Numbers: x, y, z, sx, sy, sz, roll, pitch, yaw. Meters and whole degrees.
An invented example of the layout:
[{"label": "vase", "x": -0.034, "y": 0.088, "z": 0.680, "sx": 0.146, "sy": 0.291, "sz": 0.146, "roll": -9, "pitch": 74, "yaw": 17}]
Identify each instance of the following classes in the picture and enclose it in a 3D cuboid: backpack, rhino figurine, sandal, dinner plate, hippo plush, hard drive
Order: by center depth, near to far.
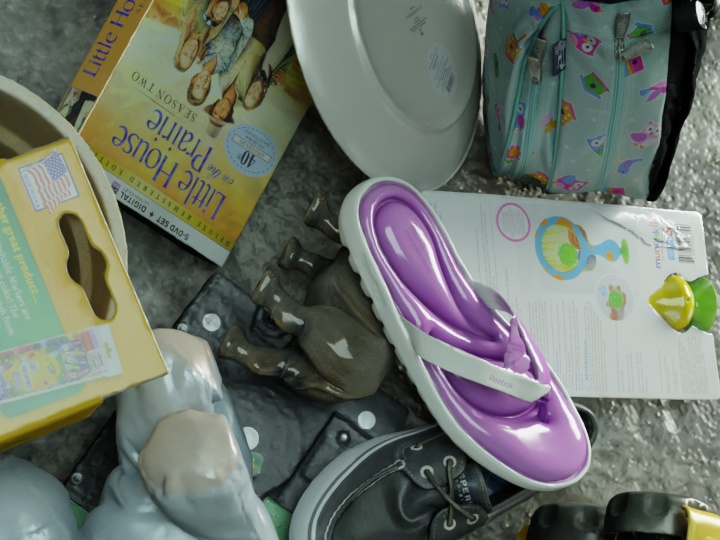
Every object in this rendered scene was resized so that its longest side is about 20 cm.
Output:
[{"label": "hippo plush", "x": -0.131, "y": 0.131, "z": 1.217, "sx": 0.161, "sy": 0.159, "sz": 0.200, "roll": -20, "pitch": 126, "yaw": -2}, {"label": "sandal", "x": 0.060, "y": 0.035, "z": 1.270, "sx": 0.203, "sy": 0.050, "sz": 0.082, "roll": 52, "pitch": 52, "yaw": -6}, {"label": "hard drive", "x": -0.083, "y": 0.120, "z": 1.304, "sx": 0.140, "sy": 0.038, "sz": 0.200, "roll": 35, "pitch": 70, "yaw": -5}, {"label": "rhino figurine", "x": 0.000, "y": 0.000, "z": 1.326, "sx": 0.087, "sy": 0.060, "sz": 0.200, "roll": 32, "pitch": 45, "yaw": 0}, {"label": "dinner plate", "x": 0.023, "y": -0.143, "z": 1.338, "sx": 0.200, "sy": 0.024, "sz": 0.200, "roll": 19, "pitch": 67, "yaw": -54}, {"label": "backpack", "x": 0.135, "y": -0.137, "z": 1.346, "sx": 0.127, "sy": 0.200, "sz": 0.167, "roll": 7, "pitch": 40, "yaw": 4}]

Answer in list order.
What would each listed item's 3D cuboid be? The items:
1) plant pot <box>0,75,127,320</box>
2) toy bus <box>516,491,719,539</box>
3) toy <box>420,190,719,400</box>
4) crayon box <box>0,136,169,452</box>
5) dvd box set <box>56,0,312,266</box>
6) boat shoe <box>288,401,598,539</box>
[{"label": "plant pot", "x": -0.234, "y": 0.013, "z": 1.211, "sx": 0.200, "sy": 0.183, "sz": 0.200, "roll": 4, "pitch": 77, "yaw": -15}, {"label": "toy bus", "x": 0.191, "y": 0.205, "z": 1.280, "sx": 0.192, "sy": 0.200, "sz": 0.136, "roll": 14, "pitch": 74, "yaw": -20}, {"label": "toy", "x": 0.115, "y": 0.020, "z": 1.366, "sx": 0.200, "sy": 0.047, "sz": 0.115, "roll": 2, "pitch": 77, "yaw": -27}, {"label": "crayon box", "x": -0.206, "y": 0.032, "z": 1.089, "sx": 0.200, "sy": 0.052, "sz": 0.126, "roll": -21, "pitch": 84, "yaw": -18}, {"label": "dvd box set", "x": -0.080, "y": -0.119, "z": 1.300, "sx": 0.146, "sy": 0.029, "sz": 0.200, "roll": 36, "pitch": 80, "yaw": -48}, {"label": "boat shoe", "x": 0.053, "y": 0.118, "z": 1.301, "sx": 0.200, "sy": 0.066, "sz": 0.070, "roll": -19, "pitch": 97, "yaw": -35}]
